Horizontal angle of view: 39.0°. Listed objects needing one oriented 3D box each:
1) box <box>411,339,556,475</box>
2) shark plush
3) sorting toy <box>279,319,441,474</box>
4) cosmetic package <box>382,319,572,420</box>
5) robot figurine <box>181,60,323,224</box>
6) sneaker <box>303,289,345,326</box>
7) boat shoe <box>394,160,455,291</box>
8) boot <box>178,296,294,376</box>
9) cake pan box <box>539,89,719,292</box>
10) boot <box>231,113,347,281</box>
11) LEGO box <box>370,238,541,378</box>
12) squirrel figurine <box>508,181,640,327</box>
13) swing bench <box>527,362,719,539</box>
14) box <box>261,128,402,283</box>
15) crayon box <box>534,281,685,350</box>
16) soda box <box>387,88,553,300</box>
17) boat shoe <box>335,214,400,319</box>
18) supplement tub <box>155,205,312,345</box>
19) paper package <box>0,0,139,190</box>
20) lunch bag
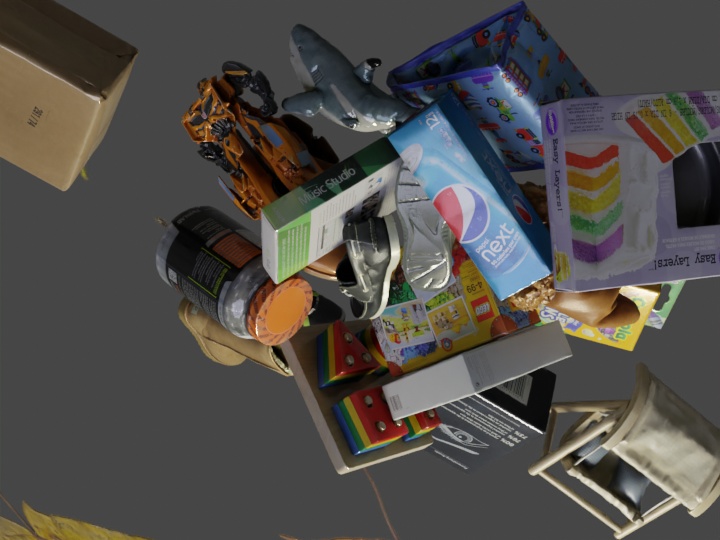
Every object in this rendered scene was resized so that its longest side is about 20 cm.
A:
[{"bbox_3d":[0.161,0.193,1.469,0.148,0.105,0.200,31,142,-14],"label":"box"},{"bbox_3d":[-0.002,-0.189,1.067,0.200,0.091,0.084,35,124,35],"label":"shark plush"},{"bbox_3d":[0.013,0.149,1.355,0.070,0.199,0.200,-37,160,33],"label":"sorting toy"},{"bbox_3d":[0.138,0.124,1.243,0.150,0.052,0.200,-14,170,-30],"label":"cosmetic package"},{"bbox_3d":[-0.128,-0.142,1.174,0.200,0.058,0.145,50,129,5],"label":"robot figurine"},{"bbox_3d":[-0.116,0.035,1.429,0.199,0.072,0.083,18,141,3],"label":"sneaker"},{"bbox_3d":[0.079,-0.073,1.125,0.074,0.065,0.203,3,125,9],"label":"boat shoe"},{"bbox_3d":[-0.157,0.114,1.480,0.200,0.066,0.175,18,161,37],"label":"boot"},{"bbox_3d":[0.277,-0.078,0.982,0.199,0.185,0.052,-4,-176,-16],"label":"cake pan box"},{"bbox_3d":[-0.055,-0.089,1.244,0.200,0.077,0.155,43,134,2],"label":"boot"},{"bbox_3d":[0.103,0.031,1.259,0.200,0.077,0.149,-28,80,44],"label":"LEGO box"},{"bbox_3d":[0.243,-0.042,1.088,0.199,0.142,0.187,-5,144,-28],"label":"squirrel figurine"},{"bbox_3d":[0.382,0.258,1.428,0.199,0.130,0.200,37,139,-19],"label":"swing bench"},{"bbox_3d":[-0.022,-0.074,1.145,0.036,0.200,0.144,51,161,16],"label":"box"},{"bbox_3d":[0.289,0.029,1.256,0.199,0.052,0.126,14,142,7],"label":"crayon box"},{"bbox_3d":[0.114,-0.075,1.007,0.064,0.068,0.200,-32,99,28],"label":"soda box"},{"bbox_3d":[0.000,0.000,1.210,0.067,0.072,0.200,-12,153,-12],"label":"boat shoe"},{"bbox_3d":[-0.163,0.008,1.317,0.200,0.122,0.123,33,152,34],"label":"supplement tub"},{"bbox_3d":[-0.389,-0.222,1.215,0.190,0.104,0.200,30,142,-10],"label":"paper package"},{"bbox_3d":[0.127,-0.169,1.071,0.200,0.094,0.151,-12,135,47],"label":"lunch bag"}]
